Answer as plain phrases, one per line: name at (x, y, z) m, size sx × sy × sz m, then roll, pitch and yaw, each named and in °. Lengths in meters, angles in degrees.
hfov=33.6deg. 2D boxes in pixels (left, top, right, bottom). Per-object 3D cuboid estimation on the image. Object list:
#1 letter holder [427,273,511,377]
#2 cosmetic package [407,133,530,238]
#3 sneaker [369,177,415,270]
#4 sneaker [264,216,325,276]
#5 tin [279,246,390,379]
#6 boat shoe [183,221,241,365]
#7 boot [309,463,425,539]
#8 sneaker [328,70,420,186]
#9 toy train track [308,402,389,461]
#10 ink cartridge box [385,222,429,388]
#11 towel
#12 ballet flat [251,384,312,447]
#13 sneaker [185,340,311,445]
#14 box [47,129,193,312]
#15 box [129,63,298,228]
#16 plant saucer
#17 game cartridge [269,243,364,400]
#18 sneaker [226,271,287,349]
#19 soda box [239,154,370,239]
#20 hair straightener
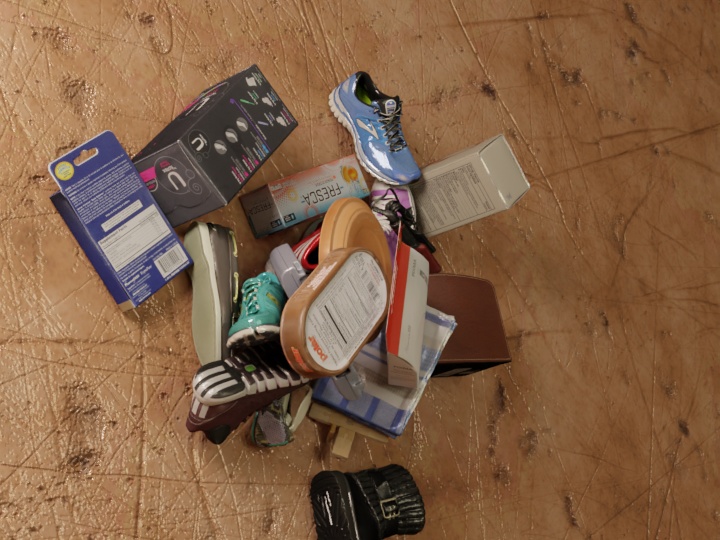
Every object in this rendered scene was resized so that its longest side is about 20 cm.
letter holder at (0.119, 0.085, 1.819) m, size 0.200 × 0.101 × 0.142 m, roll 3°, pitch 71°, yaw -47°
cosmetic package at (0.147, -0.125, 1.850) m, size 0.087 × 0.200 × 0.103 m, roll -40°, pitch 107°, yaw -46°
sneaker at (0.035, -0.070, 1.776) m, size 0.114 × 0.073 × 0.201 m, roll 48°, pitch 38°, yaw -62°
sneaker at (-0.036, -0.033, 1.682) m, size 0.200 × 0.115 × 0.078 m, roll -44°, pitch 108°, yaw -46°
tin at (-0.028, 0.049, 1.482) m, size 0.112 × 0.042 × 0.200 m, roll 58°, pitch 45°, yaw -21°
boat shoe at (-0.180, 0.033, 1.529) m, size 0.061 × 0.072 × 0.201 m, roll 4°, pitch 70°, yaw -35°
boot at (0.020, 0.366, 1.615) m, size 0.158 × 0.079 × 0.211 m, roll 10°, pitch 67°, yaw -45°
sneaker at (0.030, -0.216, 1.807) m, size 0.079 × 0.089 × 0.200 m, roll -23°, pitch 75°, yaw -42°
toy train track at (-0.008, 0.191, 1.684) m, size 0.115 × 0.033 × 0.200 m, roll 20°, pitch 46°, yaw -1°
ink cartridge box at (0.064, 0.049, 1.585) m, size 0.057 × 0.200 × 0.163 m, roll 7°, pitch 67°, yaw 0°
towel at (0.032, 0.121, 1.675) m, size 0.147 × 0.024 × 0.200 m, roll 25°, pitch 67°, yaw 7°
ballet flat at (-0.094, 0.142, 1.584) m, size 0.072 × 0.072 × 0.200 m, roll 30°, pitch 56°, yaw -36°
sneaker at (-0.144, 0.157, 1.503) m, size 0.200 × 0.116 × 0.076 m, roll -10°, pitch 47°, yaw -45°
box at (-0.300, -0.063, 1.470) m, size 0.121 × 0.032 × 0.200 m, roll -43°, pitch 109°, yaw -47°
box at (-0.192, -0.163, 1.557) m, size 0.106 × 0.122 × 0.200 m, roll 54°, pitch 43°, yaw -19°
plant saucer at (0.000, 0.000, 1.608) m, size 0.200 × 0.032 × 0.200 m, roll -6°, pitch 90°, yaw -67°
game cartridge at (-0.059, 0.065, 1.562) m, size 0.200 × 0.041 × 0.133 m, roll 63°, pitch 0°, yaw -18°
sneaker at (-0.131, 0.050, 1.494) m, size 0.200 × 0.077 × 0.080 m, roll -72°, pitch 147°, yaw -80°
soda box at (-0.076, -0.107, 1.707) m, size 0.200 × 0.064 × 0.068 m, roll -24°, pitch 94°, yaw -48°
hair straightener at (0.061, -0.062, 1.733) m, size 0.200 × 0.041 × 0.077 m, roll 41°, pitch 30°, yaw -53°
